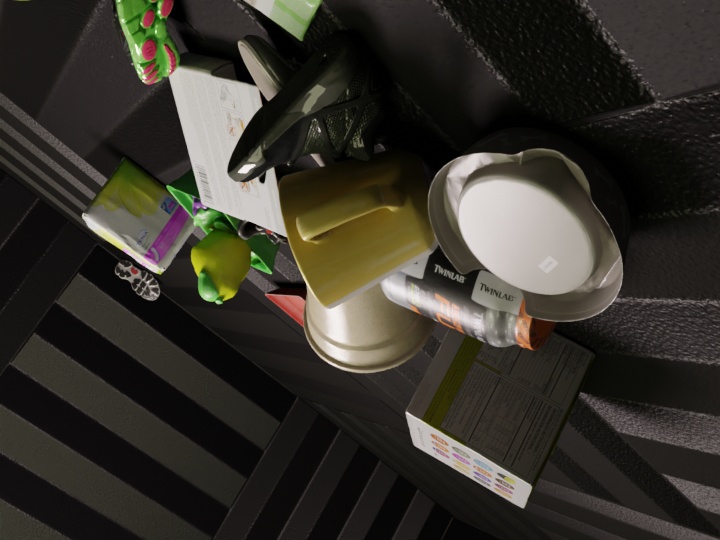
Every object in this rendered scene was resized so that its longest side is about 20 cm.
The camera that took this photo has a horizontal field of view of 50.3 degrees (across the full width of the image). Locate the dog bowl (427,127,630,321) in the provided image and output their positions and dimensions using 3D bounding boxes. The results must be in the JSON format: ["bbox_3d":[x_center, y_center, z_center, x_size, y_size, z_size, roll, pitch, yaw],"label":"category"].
[{"bbox_3d":[0.161,-0.045,0.724,0.197,0.059,0.202,28,148,19],"label":"dog bowl"}]

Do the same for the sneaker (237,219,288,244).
[{"bbox_3d":[-0.095,-0.070,1.100,0.196,0.084,0.077,-2,147,33],"label":"sneaker"}]

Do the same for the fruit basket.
[{"bbox_3d":[-0.224,-0.051,1.239,0.153,0.218,0.217,21,160,31],"label":"fruit basket"}]

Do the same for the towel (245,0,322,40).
[{"bbox_3d":[-0.112,-0.300,0.676,0.198,0.031,0.149,35,165,-10],"label":"towel"}]

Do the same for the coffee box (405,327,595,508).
[{"bbox_3d":[0.199,0.190,1.107,0.194,0.203,0.201,26,162,18],"label":"coffee box"}]

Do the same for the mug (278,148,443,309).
[{"bbox_3d":[0.009,-0.046,0.808,0.188,0.150,0.152,-90,-22,-61],"label":"mug"}]

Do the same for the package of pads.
[{"bbox_3d":[-0.448,-0.106,1.571,0.198,0.156,0.068,37,162,-12],"label":"package of pads"}]

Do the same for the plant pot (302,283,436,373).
[{"bbox_3d":[0.000,0.000,1.021,0.197,0.202,0.186,24,150,27],"label":"plant pot"}]

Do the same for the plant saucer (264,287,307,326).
[{"bbox_3d":[-0.094,0.099,1.679,0.199,0.037,0.199,42,162,-23],"label":"plant saucer"}]

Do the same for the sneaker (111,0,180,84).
[{"bbox_3d":[-0.248,-0.291,0.846,0.084,0.076,0.201,48,153,12],"label":"sneaker"}]

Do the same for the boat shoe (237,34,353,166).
[{"bbox_3d":[-0.059,-0.186,0.847,0.201,0.057,0.067,52,168,-34],"label":"boat shoe"}]

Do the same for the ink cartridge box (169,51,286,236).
[{"bbox_3d":[-0.155,-0.159,0.962,0.171,0.043,0.204,21,133,35],"label":"ink cartridge box"}]

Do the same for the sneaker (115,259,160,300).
[{"bbox_3d":[-0.769,0.031,2.696,0.199,0.081,0.083,38,179,20],"label":"sneaker"}]

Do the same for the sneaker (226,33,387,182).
[{"bbox_3d":[-0.048,-0.136,0.786,0.198,0.077,0.113,-36,126,26],"label":"sneaker"}]

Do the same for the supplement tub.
[{"bbox_3d":[0.129,0.009,0.885,0.197,0.124,0.123,22,160,33],"label":"supplement tub"}]
